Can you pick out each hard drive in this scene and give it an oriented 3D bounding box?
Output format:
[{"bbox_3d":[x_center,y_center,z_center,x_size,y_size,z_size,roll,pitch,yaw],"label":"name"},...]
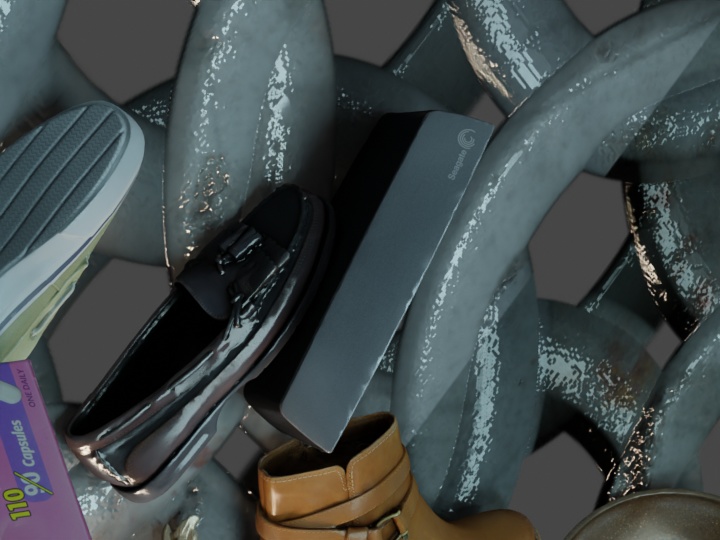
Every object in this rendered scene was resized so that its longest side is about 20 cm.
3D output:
[{"bbox_3d":[0.000,0.000,1.531,0.042,0.135,0.201,28,86,-14],"label":"hard drive"}]

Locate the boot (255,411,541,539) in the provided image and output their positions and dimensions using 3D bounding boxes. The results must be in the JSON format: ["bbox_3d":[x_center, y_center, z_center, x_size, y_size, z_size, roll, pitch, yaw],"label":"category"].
[{"bbox_3d":[0.025,0.148,1.641,0.200,0.074,0.155,-25,124,-30],"label":"boot"}]

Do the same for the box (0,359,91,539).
[{"bbox_3d":[-0.236,0.149,1.319,0.199,0.176,0.097,-6,151,-31],"label":"box"}]

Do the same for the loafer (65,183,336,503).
[{"bbox_3d":[-0.087,0.033,1.506,0.063,0.072,0.200,37,84,-39],"label":"loafer"}]

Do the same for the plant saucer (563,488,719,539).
[{"bbox_3d":[0.211,0.241,1.791,0.200,0.200,0.037,-37,163,-25],"label":"plant saucer"}]

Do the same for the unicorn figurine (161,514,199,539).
[{"bbox_3d":[-0.133,0.242,1.540,0.200,0.074,0.138,-41,140,-29],"label":"unicorn figurine"}]

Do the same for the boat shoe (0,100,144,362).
[{"bbox_3d":[-0.181,0.000,1.421,0.200,0.072,0.062,-49,145,-2],"label":"boat shoe"}]
